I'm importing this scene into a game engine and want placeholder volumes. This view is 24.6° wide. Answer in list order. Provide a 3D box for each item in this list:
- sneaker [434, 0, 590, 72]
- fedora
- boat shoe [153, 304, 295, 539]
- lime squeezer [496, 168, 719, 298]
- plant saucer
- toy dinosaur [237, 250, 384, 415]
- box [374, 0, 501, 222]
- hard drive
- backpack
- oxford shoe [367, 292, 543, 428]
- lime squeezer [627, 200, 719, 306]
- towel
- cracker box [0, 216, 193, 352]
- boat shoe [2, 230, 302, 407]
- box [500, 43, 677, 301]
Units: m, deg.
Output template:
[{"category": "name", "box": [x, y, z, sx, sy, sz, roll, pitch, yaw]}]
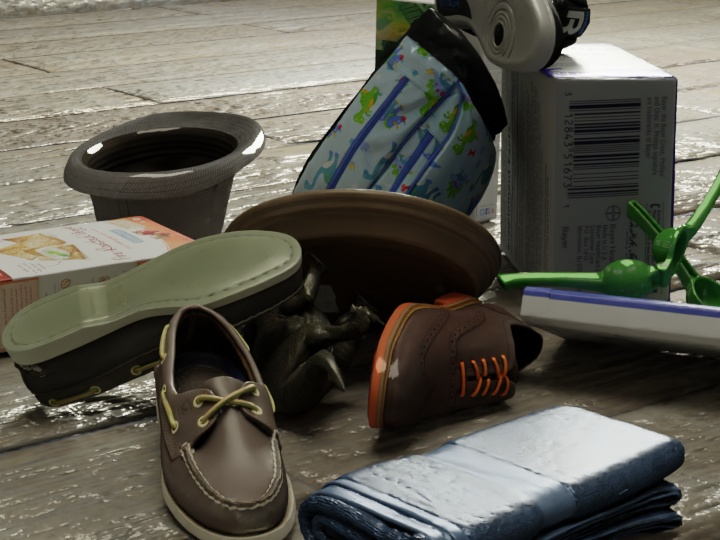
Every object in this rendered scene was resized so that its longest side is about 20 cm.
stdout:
[{"category": "sneaker", "box": [0.142, -0.200, 1.290, 0.110, 0.074, 0.200, 6, 20, -21]}, {"category": "fedora", "box": [-0.173, -0.071, 1.480, 0.174, 0.091, 0.200, 2, 22, 14]}, {"category": "boat shoe", "box": [-0.081, 0.085, 0.939, 0.071, 0.060, 0.200, -4, 25, -13]}, {"category": "lime squeezer", "box": [0.201, -0.013, 1.178, 0.198, 0.038, 0.071, -28, 33, -10]}, {"category": "plant saucer", "box": [0.000, 0.000, 1.155, 0.197, 0.030, 0.201, 3, -23, 1]}, {"category": "toy dinosaur", "box": [-0.037, 0.054, 1.072, 0.077, 0.102, 0.200, 38, 7, -33]}, {"category": "box", "box": [0.072, -0.157, 1.586, 0.036, 0.203, 0.143, -10, 17, -44]}, {"category": "hard drive", "box": [0.221, 0.040, 1.124, 0.198, 0.026, 0.132, 6, -6, 22]}, {"category": "backpack", "box": [0.031, -0.080, 1.322, 0.199, 0.154, 0.163, -38, -20, -1]}, {"category": "oxford shoe", "box": [0.062, 0.057, 1.062, 0.072, 0.072, 0.200, 12, 18, 22]}, {"category": "lime squeezer", "box": [0.280, 0.011, 1.202, 0.199, 0.072, 0.038, 21, 14, 35]}, {"category": "towel", "box": [0.072, 0.122, 0.863, 0.198, 0.049, 0.111, -14, 21, -39]}, {"category": "cracker box", "box": [-0.227, 0.008, 1.256, 0.198, 0.058, 0.133, -10, 18, -32]}, {"category": "boat shoe", "box": [-0.126, 0.032, 1.062, 0.199, 0.061, 0.072, -17, 33, 4]}, {"category": "box", "box": [0.181, -0.083, 1.346, 0.103, 0.186, 0.200, -3, 16, -6]}]
